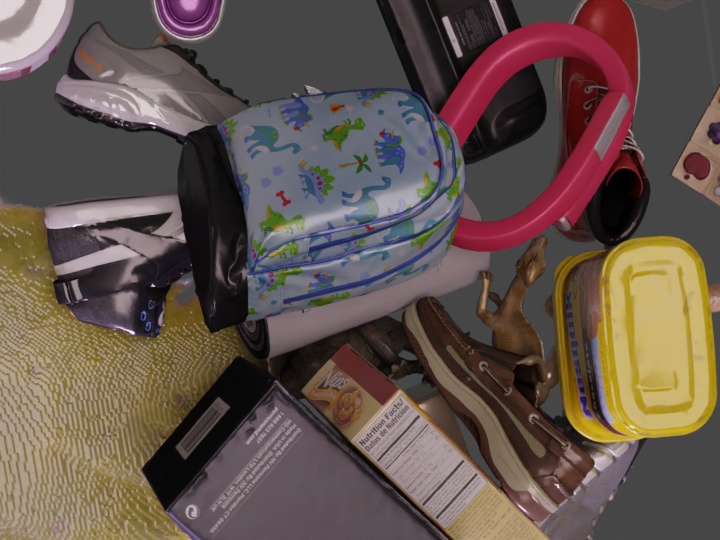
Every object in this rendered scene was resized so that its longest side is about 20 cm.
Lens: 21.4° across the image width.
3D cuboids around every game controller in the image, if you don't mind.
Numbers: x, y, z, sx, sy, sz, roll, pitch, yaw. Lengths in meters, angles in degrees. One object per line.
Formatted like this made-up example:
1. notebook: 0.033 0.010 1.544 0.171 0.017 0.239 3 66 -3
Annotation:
1. game controller: 0.078 -0.189 1.520 0.104 0.042 0.202 -25 99 -23

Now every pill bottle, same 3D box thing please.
1. pill bottle: -0.264 -0.195 1.367 0.113 0.200 0.116 -1 93 -11

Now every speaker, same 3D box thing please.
1. speaker: 0.000 0.000 1.471 0.198 0.081 0.082 -20 97 -22

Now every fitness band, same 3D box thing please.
1. fitness band: 0.124 -0.101 1.445 0.201 0.143 0.037 -57 142 -15

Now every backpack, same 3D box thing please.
1. backpack: -0.021 -0.053 1.375 0.198 0.154 0.164 1 53 -17

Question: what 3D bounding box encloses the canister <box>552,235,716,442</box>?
1. canister: 0.202 0.052 1.414 0.085 0.200 0.150 -5 86 -4

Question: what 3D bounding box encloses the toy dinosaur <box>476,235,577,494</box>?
1. toy dinosaur: 0.115 0.073 1.467 0.058 0.101 0.202 -11 103 -28

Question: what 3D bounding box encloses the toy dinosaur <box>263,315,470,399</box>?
1. toy dinosaur: -0.004 0.065 1.493 0.199 0.102 0.077 -28 138 -22

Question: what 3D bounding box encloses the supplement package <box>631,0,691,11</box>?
1. supplement package: 0.230 -0.281 1.452 0.116 0.200 0.119 16 87 -11

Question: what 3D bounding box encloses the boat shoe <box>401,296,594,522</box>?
1. boat shoe: 0.107 0.089 1.418 0.075 0.075 0.203 -39 60 9

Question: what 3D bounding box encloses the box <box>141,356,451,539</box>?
1. box: -0.041 0.178 1.360 0.198 0.200 0.123 42 85 -10

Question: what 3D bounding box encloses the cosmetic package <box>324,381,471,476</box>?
1. cosmetic package: -0.011 0.176 1.505 0.198 0.073 0.104 -25 98 -9

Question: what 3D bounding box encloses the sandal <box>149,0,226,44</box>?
1. sandal: -0.129 -0.278 1.464 0.081 0.050 0.205 -7 95 -10

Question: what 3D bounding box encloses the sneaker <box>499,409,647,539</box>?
1. sneaker: 0.180 0.189 1.553 0.200 0.075 0.116 -40 124 -18

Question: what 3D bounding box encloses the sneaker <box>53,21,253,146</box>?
1. sneaker: -0.131 -0.134 1.463 0.198 0.074 0.080 17 85 -11

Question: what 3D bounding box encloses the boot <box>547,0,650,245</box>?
1. boot: 0.197 -0.121 1.488 0.072 0.144 0.202 6 91 -9

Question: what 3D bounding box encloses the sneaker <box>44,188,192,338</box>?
1. sneaker: -0.140 -0.006 1.475 0.198 0.073 0.113 -6 99 -3

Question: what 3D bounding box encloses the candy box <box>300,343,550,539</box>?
1. candy box: 0.053 0.150 1.401 0.055 0.115 0.200 -47 115 -4

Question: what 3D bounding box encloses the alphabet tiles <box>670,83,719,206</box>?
1. alphabet tiles: 0.380 -0.102 1.593 0.199 0.008 0.168 31 87 -11

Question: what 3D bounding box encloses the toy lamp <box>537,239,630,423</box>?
1. toy lamp: 0.165 0.065 1.540 0.058 0.058 0.201 38 84 -11
